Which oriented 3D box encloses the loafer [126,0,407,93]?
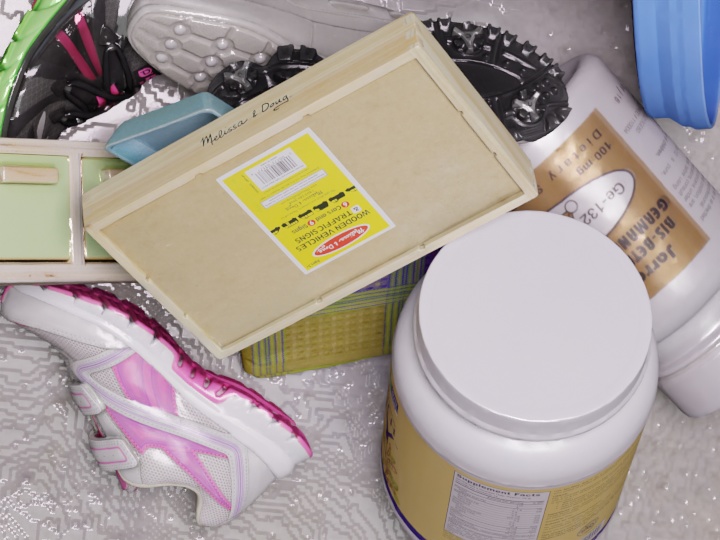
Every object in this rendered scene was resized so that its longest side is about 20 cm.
[{"bbox_3d":[-0.041,-0.131,1.277,0.199,0.070,0.070,13,51,-30],"label":"loafer"}]

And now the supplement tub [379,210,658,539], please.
[{"bbox_3d":[0.086,0.071,1.237,0.144,0.201,0.147,1,61,-2],"label":"supplement tub"}]

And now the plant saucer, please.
[{"bbox_3d":[-0.049,-0.046,1.206,0.069,0.200,0.019,-18,63,29],"label":"plant saucer"}]

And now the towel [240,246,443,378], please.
[{"bbox_3d":[0.000,0.000,1.255,0.142,0.201,0.023,-9,60,-5],"label":"towel"}]

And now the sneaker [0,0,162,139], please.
[{"bbox_3d":[-0.154,-0.119,1.271,0.083,0.077,0.201,29,90,-5],"label":"sneaker"}]

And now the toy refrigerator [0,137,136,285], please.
[{"bbox_3d":[-0.153,-0.031,1.222,0.199,0.070,0.077,0,88,-47],"label":"toy refrigerator"}]

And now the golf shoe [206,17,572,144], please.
[{"bbox_3d":[0.016,-0.084,1.243,0.198,0.095,0.078,-2,66,0],"label":"golf shoe"}]

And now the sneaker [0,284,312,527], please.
[{"bbox_3d":[-0.128,0.077,1.283,0.199,0.081,0.089,36,91,-4],"label":"sneaker"}]

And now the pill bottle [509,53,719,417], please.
[{"bbox_3d":[0.157,-0.016,1.305,0.114,0.114,0.200,-44,99,-4],"label":"pill bottle"}]

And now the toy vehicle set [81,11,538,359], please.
[{"bbox_3d":[-0.025,-0.038,1.142,0.199,0.027,0.124,-27,133,17],"label":"toy vehicle set"}]

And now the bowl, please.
[{"bbox_3d":[0.180,-0.180,1.262,0.039,0.201,0.203,1,93,13],"label":"bowl"}]
